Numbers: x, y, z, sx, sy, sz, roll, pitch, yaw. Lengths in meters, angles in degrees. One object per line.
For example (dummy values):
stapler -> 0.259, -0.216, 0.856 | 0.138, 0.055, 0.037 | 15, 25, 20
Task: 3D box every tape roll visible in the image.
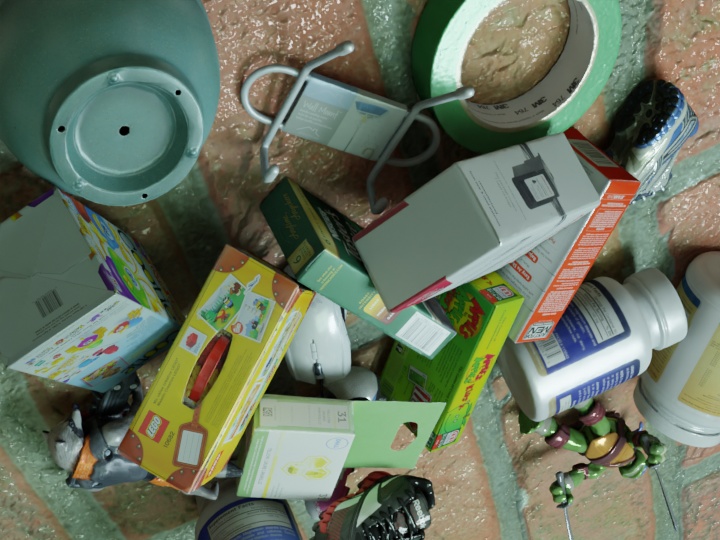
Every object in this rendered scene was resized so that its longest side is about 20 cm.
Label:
tape roll -> 0.146, -0.206, 1.089 | 0.198, 0.048, 0.202 | -13, 131, -16

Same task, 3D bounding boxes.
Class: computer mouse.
computer mouse -> -0.047, 0.085, 1.189 | 0.108, 0.044, 0.202 | -4, 116, 6

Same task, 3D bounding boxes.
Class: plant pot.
plant pot -> -0.194, -0.135, 0.916 | 0.198, 0.135, 0.202 | -14, 131, -17

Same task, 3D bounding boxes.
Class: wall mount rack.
wall mount rack -> 0.000, -0.135, 1.025 | 0.198, 0.075, 0.174 | 15, 133, -24

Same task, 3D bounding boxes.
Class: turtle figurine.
turtle figurine -> 0.290, 0.234, 1.424 | 0.194, 0.143, 0.201 | 40, 60, -24

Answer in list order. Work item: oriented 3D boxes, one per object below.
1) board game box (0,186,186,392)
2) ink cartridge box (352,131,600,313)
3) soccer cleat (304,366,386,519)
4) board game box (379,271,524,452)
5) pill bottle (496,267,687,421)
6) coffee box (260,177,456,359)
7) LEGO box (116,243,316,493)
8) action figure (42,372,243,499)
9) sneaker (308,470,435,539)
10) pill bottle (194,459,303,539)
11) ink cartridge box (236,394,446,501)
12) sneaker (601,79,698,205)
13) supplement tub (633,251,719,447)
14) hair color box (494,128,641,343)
board game box -> -0.234, 0.023, 0.980 | 0.104, 0.104, 0.200 | -33, 166, 1
ink cartridge box -> 0.112, -0.047, 1.088 | 0.145, 0.084, 0.199 | -35, 171, 38
soccer cleat -> -0.042, 0.187, 1.299 | 0.085, 0.070, 0.202 | 12, 116, -20
board game box -> 0.090, 0.082, 1.242 | 0.047, 0.102, 0.202 | -13, 135, -42
pill bottle -> 0.259, 0.077, 1.319 | 0.198, 0.120, 0.121 | -23, 133, -8
coffee box -> 0.000, 0.000, 1.128 | 0.044, 0.123, 0.199 | -45, 130, 15
LEGO box -> -0.124, 0.086, 1.060 | 0.077, 0.149, 0.202 | 28, 89, 5
action figure -> -0.214, 0.158, 1.158 | 0.191, 0.105, 0.202 | 2, 121, -28
sneaker -> 0.019, 0.269, 1.252 | 0.097, 0.200, 0.072 | -9, 99, 29
pill bottle -> -0.115, 0.303, 1.254 | 0.111, 0.201, 0.113 | -13, 131, -16
ink cartridge box -> -0.022, 0.185, 1.205 | 0.197, 0.048, 0.146 | 6, 142, -11
sneaker -> 0.285, -0.097, 1.228 | 0.085, 0.077, 0.201 | 21, 115, -41
supplement tub -> 0.422, 0.095, 1.398 | 0.143, 0.145, 0.202 | 2, 125, -28
hair color box -> 0.190, -0.036, 1.203 | 0.061, 0.102, 0.201 | -2, 129, -45
